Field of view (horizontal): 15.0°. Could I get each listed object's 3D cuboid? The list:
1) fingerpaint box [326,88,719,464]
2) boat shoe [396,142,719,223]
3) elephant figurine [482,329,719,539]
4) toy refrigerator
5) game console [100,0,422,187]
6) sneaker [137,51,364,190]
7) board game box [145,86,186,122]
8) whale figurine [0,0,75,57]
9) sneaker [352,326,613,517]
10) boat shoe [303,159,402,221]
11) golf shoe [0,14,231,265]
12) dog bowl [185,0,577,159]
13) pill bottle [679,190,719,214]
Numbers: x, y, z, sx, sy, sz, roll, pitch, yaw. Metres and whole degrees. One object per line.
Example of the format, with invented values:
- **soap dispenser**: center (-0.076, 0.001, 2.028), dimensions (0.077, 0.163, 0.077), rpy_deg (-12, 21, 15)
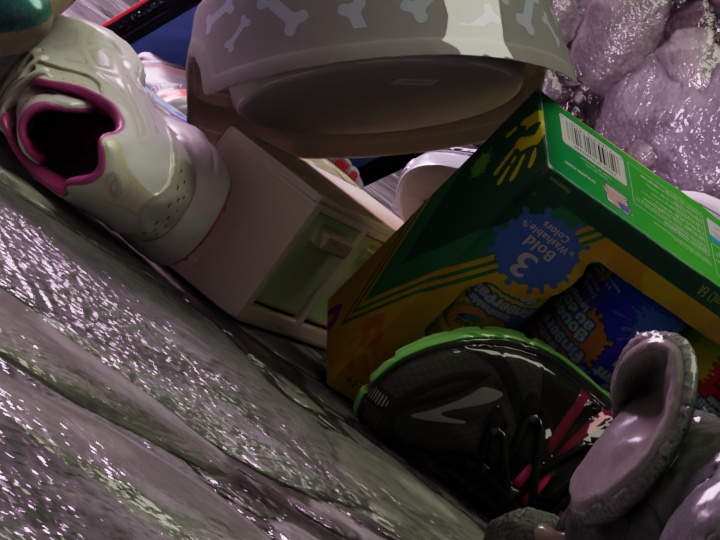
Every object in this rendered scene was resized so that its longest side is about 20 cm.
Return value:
- **fingerpaint box**: center (0.110, 0.035, 1.355), dimensions (0.200, 0.167, 0.073), rpy_deg (34, 29, -22)
- **boat shoe**: center (0.119, -0.035, 1.434), dimensions (0.199, 0.072, 0.071), rpy_deg (18, 38, 20)
- **elephant figurine**: center (0.130, 0.094, 1.076), dimensions (0.200, 0.155, 0.142), rpy_deg (-112, -175, -57)
- **toy refrigerator**: center (-0.027, -0.008, 1.412), dimensions (0.070, 0.076, 0.200), rpy_deg (38, 5, 21)
- **game console**: center (-0.069, -0.110, 1.725), dimensions (0.172, 0.200, 0.119), rpy_deg (-1, 74, -41)
- **sneaker**: center (-0.072, -0.087, 1.693), dimensions (0.200, 0.077, 0.082), rpy_deg (30, 28, -50)
- **board game box**: center (-0.145, -0.087, 1.494), dimensions (0.200, 0.047, 0.151), rpy_deg (37, 5, 7)
- **whale figurine**: center (-0.189, -0.165, 1.334), dimensions (0.200, 0.158, 0.104), rpy_deg (-95, 172, -65)
- **sneaker**: center (0.092, 0.089, 1.296), dimensions (0.199, 0.077, 0.084), rpy_deg (21, 31, -16)
- **boat shoe**: center (0.000, 0.000, 1.582), dimensions (0.200, 0.065, 0.073), rpy_deg (37, -24, 11)
- **golf shoe**: center (-0.143, -0.081, 1.326), dimensions (0.091, 0.075, 0.200), rpy_deg (25, 11, -49)
- **dog bowl**: center (0.007, -0.105, 1.340), dimensions (0.199, 0.059, 0.200), rpy_deg (-5, -10, -1)
- **pill bottle**: center (0.199, 0.049, 1.515), dimensions (0.111, 0.111, 0.200), rpy_deg (40, -4, 39)
